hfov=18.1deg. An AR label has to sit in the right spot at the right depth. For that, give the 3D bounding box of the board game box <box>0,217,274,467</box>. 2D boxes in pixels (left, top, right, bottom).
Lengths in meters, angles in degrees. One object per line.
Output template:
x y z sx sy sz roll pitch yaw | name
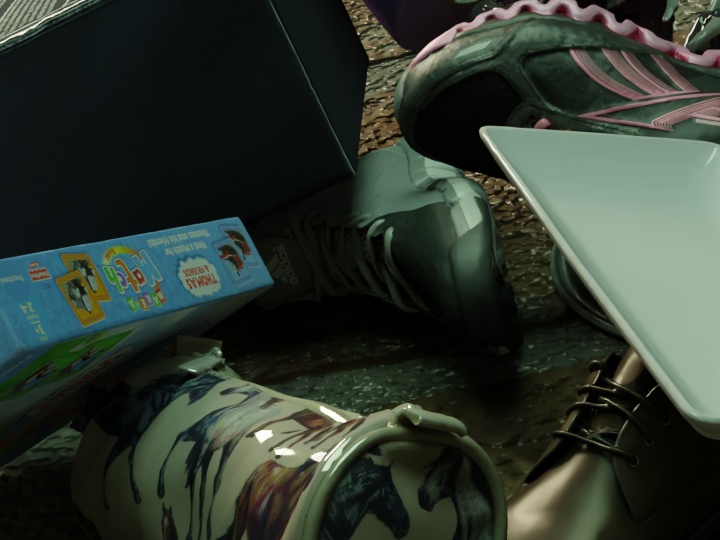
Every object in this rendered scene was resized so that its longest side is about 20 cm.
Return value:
-0.133 0.039 0.809 0.151 0.037 0.200 -33 -6 21 | board game box

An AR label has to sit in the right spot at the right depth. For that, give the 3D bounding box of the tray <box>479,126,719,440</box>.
0.118 0.006 0.780 0.106 0.022 0.200 2 29 -20 | tray

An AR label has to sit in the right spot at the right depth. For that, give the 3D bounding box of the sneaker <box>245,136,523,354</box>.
0.000 0.000 0.967 0.115 0.076 0.200 -16 17 -1 | sneaker

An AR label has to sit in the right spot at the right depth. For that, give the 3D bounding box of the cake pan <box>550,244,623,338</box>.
0.179 -0.027 0.981 0.198 0.037 0.201 -9 26 4 | cake pan

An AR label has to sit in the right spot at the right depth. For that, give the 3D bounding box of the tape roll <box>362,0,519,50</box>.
0.069 -0.204 1.100 0.199 0.200 0.085 -31 75 -35 | tape roll

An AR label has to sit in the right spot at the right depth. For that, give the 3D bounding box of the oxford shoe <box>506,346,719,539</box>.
0.083 0.069 0.774 0.072 0.085 0.199 18 40 41 | oxford shoe

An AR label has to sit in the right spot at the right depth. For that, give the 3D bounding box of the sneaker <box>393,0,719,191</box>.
0.110 -0.048 0.904 0.198 0.079 0.096 6 44 2 | sneaker

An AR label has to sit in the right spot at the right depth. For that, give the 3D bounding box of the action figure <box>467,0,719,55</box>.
0.115 -0.126 1.041 0.102 0.119 0.200 -43 5 -17 | action figure

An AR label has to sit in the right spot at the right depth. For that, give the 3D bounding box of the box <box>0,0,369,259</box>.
-0.107 -0.079 1.015 0.197 0.124 0.200 -25 17 11 | box

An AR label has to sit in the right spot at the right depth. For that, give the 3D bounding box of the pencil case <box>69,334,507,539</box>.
-0.028 0.074 0.748 0.077 0.090 0.200 1 3 -29 | pencil case
